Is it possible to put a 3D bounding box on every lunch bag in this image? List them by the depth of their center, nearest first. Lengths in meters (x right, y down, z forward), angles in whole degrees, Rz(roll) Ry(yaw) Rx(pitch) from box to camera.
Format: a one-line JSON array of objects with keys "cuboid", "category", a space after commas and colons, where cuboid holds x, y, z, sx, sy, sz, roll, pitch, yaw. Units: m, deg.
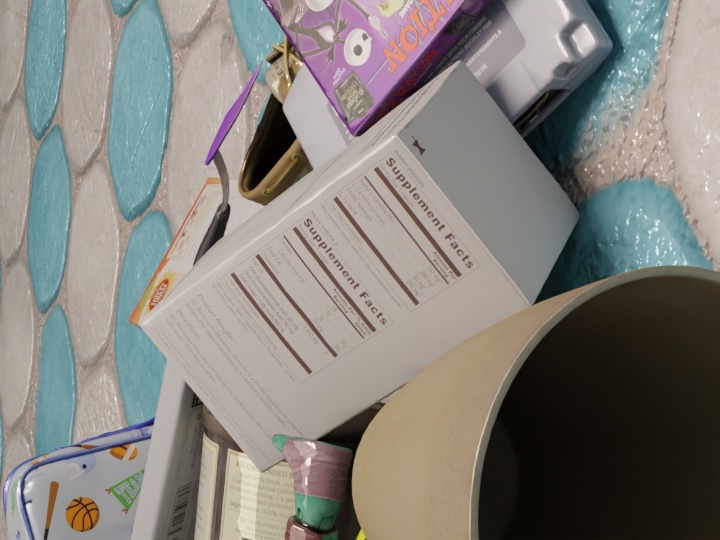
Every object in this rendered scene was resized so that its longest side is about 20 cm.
[{"cuboid": [-0.168, 0.194, 1.205, 0.075, 0.198, 0.162, -28, 75, 63], "category": "lunch bag"}]

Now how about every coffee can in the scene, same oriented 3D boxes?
[{"cuboid": [-0.035, 0.187, 0.970, 0.146, 0.145, 0.202, -161, 75, -64], "category": "coffee can"}]

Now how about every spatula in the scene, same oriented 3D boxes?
[{"cuboid": [-0.096, -0.054, 1.058, 0.201, 0.020, 0.057, 106, -178, -45], "category": "spatula"}]

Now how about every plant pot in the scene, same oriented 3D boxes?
[{"cuboid": [0.079, 0.096, 0.680, 0.200, 0.186, 0.189, -6, 82, 64], "category": "plant pot"}]

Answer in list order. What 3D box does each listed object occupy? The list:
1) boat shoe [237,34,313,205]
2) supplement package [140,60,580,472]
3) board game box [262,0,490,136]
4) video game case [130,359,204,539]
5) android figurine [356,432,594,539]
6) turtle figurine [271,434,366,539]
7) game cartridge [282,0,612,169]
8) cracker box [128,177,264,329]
[{"cuboid": [-0.028, -0.116, 0.993, 0.074, 0.066, 0.201, -116, 36, -47], "category": "boat shoe"}, {"cuboid": [0.000, 0.000, 0.839, 0.199, 0.110, 0.114, -34, 10, 33], "category": "supplement package"}, {"cuboid": [0.028, -0.184, 0.849, 0.120, 0.032, 0.200, 54, 125, 19], "category": "board game box"}, {"cuboid": [-0.076, 0.098, 1.053, 0.022, 0.182, 0.202, 26, 115, 28], "category": "video game case"}, {"cuboid": [0.067, 0.125, 0.823, 0.182, 0.041, 0.202, 31, 102, 43], "category": "android figurine"}, {"cuboid": [-0.023, 0.191, 0.774, 0.100, 0.149, 0.202, 8, 76, 37], "category": "turtle figurine"}, {"cuboid": [0.040, -0.116, 0.883, 0.200, 0.041, 0.134, -42, 69, 35], "category": "game cartridge"}, {"cuboid": [-0.093, 0.004, 1.169, 0.135, 0.057, 0.200, -61, 23, -8], "category": "cracker box"}]
